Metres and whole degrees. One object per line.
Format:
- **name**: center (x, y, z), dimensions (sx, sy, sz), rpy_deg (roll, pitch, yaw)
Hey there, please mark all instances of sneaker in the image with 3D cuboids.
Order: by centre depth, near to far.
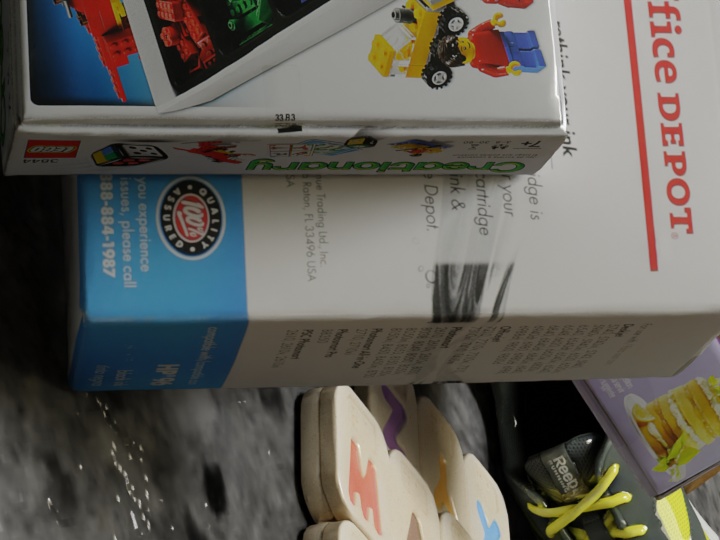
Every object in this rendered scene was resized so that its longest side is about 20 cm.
- **sneaker**: center (0.089, 0.096, 0.947), dimensions (0.085, 0.074, 0.200), rpy_deg (16, 49, -61)

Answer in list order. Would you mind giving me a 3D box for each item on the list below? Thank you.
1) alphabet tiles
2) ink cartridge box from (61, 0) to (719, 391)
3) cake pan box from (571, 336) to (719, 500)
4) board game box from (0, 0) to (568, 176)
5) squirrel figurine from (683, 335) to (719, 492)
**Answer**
- **alphabet tiles**: center (0.031, 0.124, 0.825), dimensions (0.200, 0.015, 0.196), rpy_deg (53, 27, -45)
- **ink cartridge box**: center (0.026, -0.033, 0.645), dimensions (0.068, 0.200, 0.116), rpy_deg (118, -30, -70)
- **cake pan box**: center (0.049, -0.046, 0.856), dimensions (0.184, 0.052, 0.200), rpy_deg (57, 5, -33)
- **board game box**: center (-0.024, -0.121, 0.607), dimensions (0.035, 0.126, 0.200), rpy_deg (126, -38, -69)
- **squirrel figurine**: center (0.153, -0.036, 1.073), dimensions (0.187, 0.141, 0.200), rpy_deg (-110, -178, -56)
